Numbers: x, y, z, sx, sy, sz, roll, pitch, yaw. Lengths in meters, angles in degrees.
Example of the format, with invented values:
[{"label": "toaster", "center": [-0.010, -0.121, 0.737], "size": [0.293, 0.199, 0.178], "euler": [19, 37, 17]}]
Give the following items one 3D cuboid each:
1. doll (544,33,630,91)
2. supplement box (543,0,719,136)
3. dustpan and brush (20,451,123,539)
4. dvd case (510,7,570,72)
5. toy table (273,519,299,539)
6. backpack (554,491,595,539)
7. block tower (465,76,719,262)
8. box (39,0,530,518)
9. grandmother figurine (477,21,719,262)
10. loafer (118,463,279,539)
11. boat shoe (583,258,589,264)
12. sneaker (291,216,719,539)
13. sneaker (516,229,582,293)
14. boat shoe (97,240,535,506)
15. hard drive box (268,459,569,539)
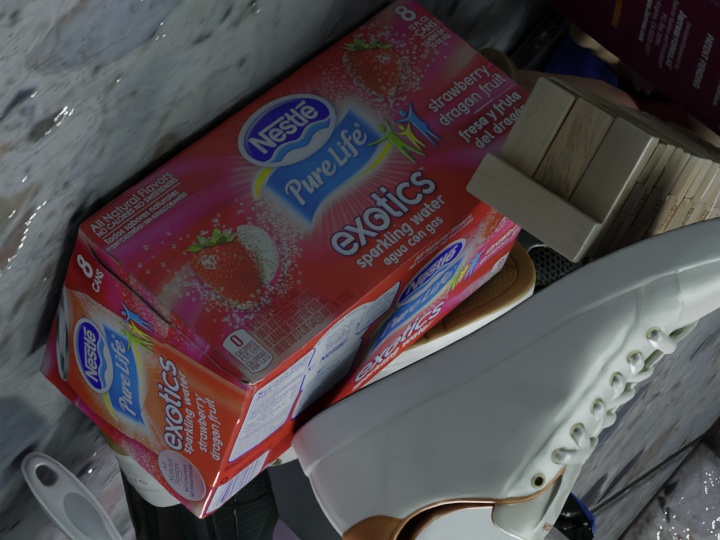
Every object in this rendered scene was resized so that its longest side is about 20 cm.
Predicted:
[{"label": "doll", "center": [0.113, -0.085, 1.264], "size": [0.136, 0.048, 0.200], "euler": [-22, 150, -32]}, {"label": "supplement box", "center": [0.181, -0.121, 1.108], "size": [0.110, 0.200, 0.086], "euler": [-42, 160, -23]}, {"label": "dustpan and brush", "center": [-0.083, 0.158, 1.124], "size": [0.140, 0.200, 0.057], "euler": [-44, -176, -21]}, {"label": "dvd case", "center": [0.106, -0.097, 1.349], "size": [0.149, 0.016, 0.200], "euler": [-51, 167, 9]}, {"label": "toy table", "center": [-0.067, 0.209, 1.360], "size": [0.117, 0.184, 0.200], "euler": [-40, -167, -26]}, {"label": "backpack", "center": [0.029, 0.189, 1.596], "size": [0.200, 0.162, 0.168], "euler": [-47, 170, -9]}, {"label": "block tower", "center": [0.112, -0.034, 1.049], "size": [0.058, 0.054, 0.200], "euler": [-61, 158, 11]}, {"label": "box", "center": [-0.021, -0.009, 1.024], "size": [0.200, 0.095, 0.100], "euler": [-39, 163, -35]}, {"label": "grandmother figurine", "center": [0.118, -0.055, 1.173], "size": [0.200, 0.060, 0.122], "euler": [-4, 103, -47]}, {"label": "loafer", "center": [-0.070, 0.158, 1.218], "size": [0.072, 0.063, 0.200], "euler": [-37, 128, -48]}, {"label": "boat shoe", "center": [0.084, -0.012, 1.258], "size": [0.199, 0.074, 0.065], "euler": [-4, 145, -19]}, {"label": "sneaker", "center": [0.078, 0.054, 0.989], "size": [0.200, 0.085, 0.073], "euler": [-30, 165, 11]}, {"label": "sneaker", "center": [0.000, 0.000, 1.188], "size": [0.199, 0.114, 0.076], "euler": [-19, -173, 3]}, {"label": "boat shoe", "center": [-0.015, 0.044, 1.126], "size": [0.200, 0.071, 0.069], "euler": [-22, 134, -3]}, {"label": "hard drive box", "center": [0.035, 0.127, 1.249], "size": [0.077, 0.156, 0.200], "euler": [-53, -150, 0]}]
